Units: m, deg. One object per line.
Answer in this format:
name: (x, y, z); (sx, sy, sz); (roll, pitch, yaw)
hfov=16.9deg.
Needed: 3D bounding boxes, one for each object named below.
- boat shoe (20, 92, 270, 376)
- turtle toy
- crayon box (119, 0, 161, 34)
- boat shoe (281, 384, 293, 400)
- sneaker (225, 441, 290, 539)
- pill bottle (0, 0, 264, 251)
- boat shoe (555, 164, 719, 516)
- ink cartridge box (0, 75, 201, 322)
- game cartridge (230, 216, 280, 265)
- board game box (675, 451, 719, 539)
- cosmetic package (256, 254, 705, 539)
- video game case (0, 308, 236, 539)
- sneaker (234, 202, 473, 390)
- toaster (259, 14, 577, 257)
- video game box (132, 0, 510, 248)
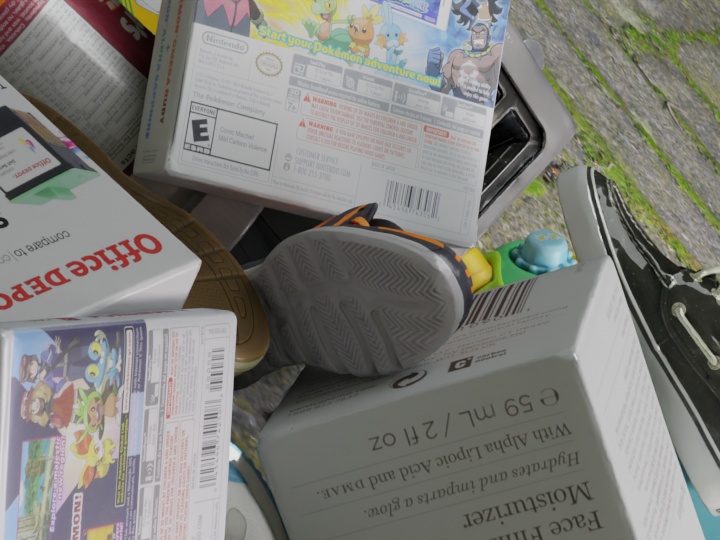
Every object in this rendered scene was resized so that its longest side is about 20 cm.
boat shoe: (-0.125, -0.006, 1.167); (0.200, 0.065, 0.072); (40, 27, 20)
turtle toy: (0.127, 0.035, 1.627); (0.146, 0.101, 0.200); (56, 2, 6)
crayon box: (-0.112, -0.135, 1.525); (0.173, 0.058, 0.200); (57, 22, 20)
boat shoe: (0.027, 0.092, 1.411); (0.199, 0.068, 0.057); (5, 55, -54)
sneaker: (-0.113, 0.093, 1.124); (0.200, 0.076, 0.081); (48, 43, -13)
pill bottle: (-0.146, -0.086, 1.300); (0.200, 0.109, 0.110); (43, 21, -15)
boat shoe: (0.170, 0.028, 1.274); (0.201, 0.063, 0.071); (61, 16, -3)
ink cartridge box: (-0.188, -0.016, 1.024); (0.200, 0.084, 0.144); (41, 36, 18)
game cartridge: (-0.019, -0.002, 1.518); (0.133, 0.041, 0.200); (53, 21, 22)
board game box: (0.116, 0.130, 1.331); (0.200, 0.150, 0.047); (53, 18, -27)
cosmetic package: (0.070, 0.126, 1.194); (0.165, 0.164, 0.201); (-55, 126, -70)
video game case: (-0.106, 0.118, 0.971); (0.182, 0.023, 0.202); (-3, 97, -65)
sneaker: (0.000, 0.000, 1.192); (0.112, 0.199, 0.078); (-31, 106, -40)
toaster: (0.004, -0.101, 1.400); (0.118, 0.200, 0.181); (2, -48, 57)
video game box: (-0.015, -0.119, 1.288); (0.199, 0.184, 0.047); (13, -5, -33)
